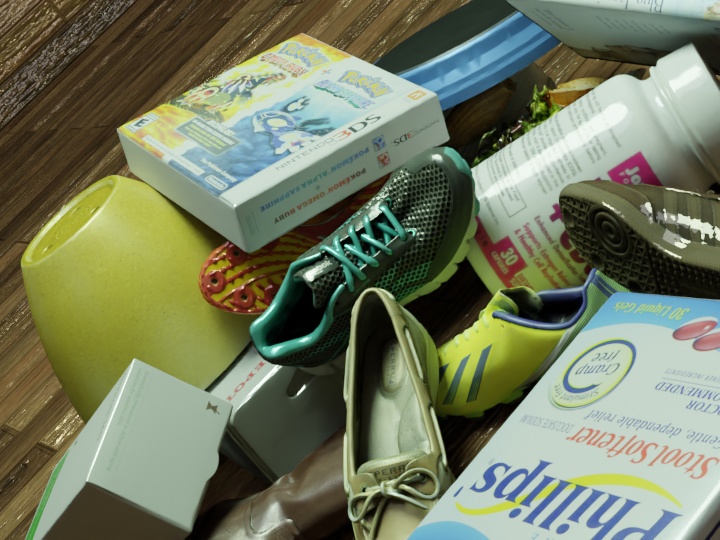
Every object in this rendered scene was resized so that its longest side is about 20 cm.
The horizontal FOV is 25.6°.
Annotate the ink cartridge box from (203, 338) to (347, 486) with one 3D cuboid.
[{"bbox_3d":[-0.068,0.076,1.236,0.145,0.088,0.200,-46,21,-14],"label":"ink cartridge box"}]

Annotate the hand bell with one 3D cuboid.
[{"bbox_3d":[0.056,-0.089,1.271,0.200,0.104,0.104,-40,17,40],"label":"hand bell"}]

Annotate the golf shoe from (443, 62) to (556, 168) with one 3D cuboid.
[{"bbox_3d":[0.076,-0.121,1.370,0.199,0.097,0.079,-34,23,17],"label":"golf shoe"}]

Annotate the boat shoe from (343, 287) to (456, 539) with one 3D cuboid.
[{"bbox_3d":[0.020,0.107,0.991,0.073,0.063,0.202,-13,53,18],"label":"boat shoe"}]

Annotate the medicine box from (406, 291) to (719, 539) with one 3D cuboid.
[{"bbox_3d":[0.150,0.118,0.783,0.200,0.103,0.182,-47,23,-19],"label":"medicine box"}]

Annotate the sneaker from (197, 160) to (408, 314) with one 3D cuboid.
[{"bbox_3d":[-0.026,-0.018,1.180,0.198,0.074,0.077,-22,-3,-10],"label":"sneaker"}]

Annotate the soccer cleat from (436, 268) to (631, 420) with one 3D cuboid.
[{"bbox_3d":[0.098,0.044,1.033,0.199,0.084,0.065,-19,30,43],"label":"soccer cleat"}]

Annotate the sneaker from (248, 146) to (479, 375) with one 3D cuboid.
[{"bbox_3d":[0.000,0.000,1.058,0.200,0.078,0.091,-51,-22,23],"label":"sneaker"}]

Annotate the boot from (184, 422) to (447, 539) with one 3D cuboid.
[{"bbox_3d":[-0.032,0.171,1.044,0.199,0.064,0.187,-31,25,11],"label":"boot"}]

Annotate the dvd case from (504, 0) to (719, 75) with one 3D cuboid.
[{"bbox_3d":[0.213,-0.165,1.105,0.199,0.142,0.018,13,86,35],"label":"dvd case"}]

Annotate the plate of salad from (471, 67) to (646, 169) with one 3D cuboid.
[{"bbox_3d":[0.132,-0.102,1.219,0.199,0.048,0.200,-36,-6,-4],"label":"plate of salad"}]

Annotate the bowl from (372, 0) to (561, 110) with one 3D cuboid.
[{"bbox_3d":[0.088,-0.181,1.278,0.199,0.040,0.201,-28,14,8],"label":"bowl"}]

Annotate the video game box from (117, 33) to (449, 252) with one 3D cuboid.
[{"bbox_3d":[-0.062,-0.103,1.197,0.181,0.047,0.200,-29,34,-22],"label":"video game box"}]

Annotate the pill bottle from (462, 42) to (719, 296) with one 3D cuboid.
[{"bbox_3d":[0.167,-0.062,1.086,0.199,0.114,0.114,-33,23,17],"label":"pill bottle"}]

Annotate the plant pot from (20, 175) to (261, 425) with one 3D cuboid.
[{"bbox_3d":[-0.181,0.012,1.238,0.199,0.142,0.200,-35,22,16],"label":"plant pot"}]

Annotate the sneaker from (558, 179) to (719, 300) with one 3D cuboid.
[{"bbox_3d":[0.210,-0.015,0.970,0.075,0.071,0.199,-32,39,-23],"label":"sneaker"}]

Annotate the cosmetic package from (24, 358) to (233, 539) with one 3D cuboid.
[{"bbox_3d":[-0.174,0.163,1.142,0.200,0.084,0.108,-50,18,49],"label":"cosmetic package"}]
